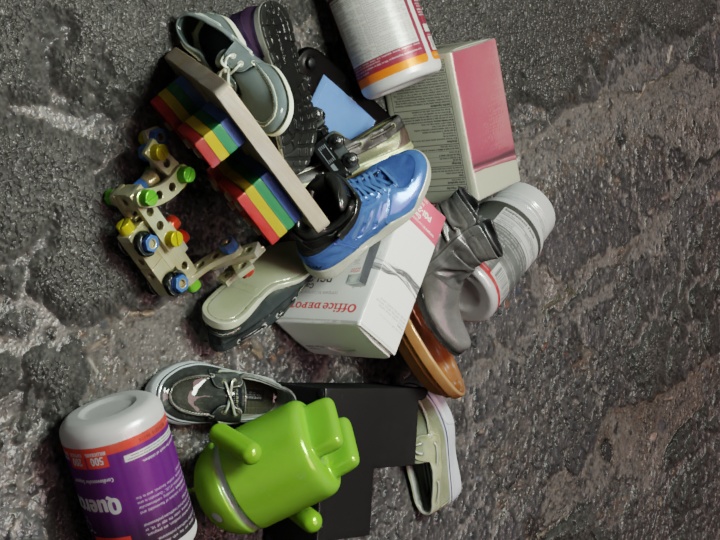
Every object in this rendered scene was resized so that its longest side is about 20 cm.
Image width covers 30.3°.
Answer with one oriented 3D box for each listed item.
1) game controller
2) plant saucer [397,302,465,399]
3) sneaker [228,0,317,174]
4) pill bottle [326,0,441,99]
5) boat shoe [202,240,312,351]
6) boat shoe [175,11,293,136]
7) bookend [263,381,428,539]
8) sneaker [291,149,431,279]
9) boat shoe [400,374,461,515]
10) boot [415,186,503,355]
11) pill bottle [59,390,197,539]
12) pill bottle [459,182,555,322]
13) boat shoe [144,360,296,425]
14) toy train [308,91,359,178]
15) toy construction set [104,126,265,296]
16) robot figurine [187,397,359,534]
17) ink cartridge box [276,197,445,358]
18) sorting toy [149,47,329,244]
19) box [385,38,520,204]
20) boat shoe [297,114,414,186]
[{"bbox_3d":[-0.031,-0.193,1.691,0.200,0.042,0.105,37,63,-40],"label":"game controller"},{"bbox_3d":[0.071,0.082,1.733,0.201,0.037,0.200,57,9,-14],"label":"plant saucer"},{"bbox_3d":[-0.112,-0.206,1.557,0.076,0.087,0.202,-11,91,-56],"label":"sneaker"},{"bbox_3d":[0.020,-0.328,1.680,0.109,0.109,0.202,-24,93,-45],"label":"pill bottle"},{"bbox_3d":[-0.116,0.033,1.582,0.199,0.074,0.067,-46,151,-47],"label":"boat shoe"},{"bbox_3d":[-0.144,-0.221,1.480,0.062,0.200,0.073,11,124,-49],"label":"boat shoe"},{"bbox_3d":[-0.016,0.242,1.667,0.199,0.092,0.201,4,88,-49],"label":"bookend"},{"bbox_3d":[0.000,-0.087,1.554,0.200,0.077,0.111,-41,150,-10],"label":"sneaker"},{"bbox_3d":[0.090,0.238,1.797,0.062,0.072,0.202,-37,119,-44],"label":"boat shoe"},{"bbox_3d":[0.131,0.004,1.738,0.201,0.131,0.070,62,15,-12],"label":"boot"},{"bbox_3d":[-0.240,0.236,1.407,0.112,0.112,0.202,-28,109,-44],"label":"pill bottle"},{"bbox_3d":[0.186,-0.030,1.874,0.200,0.113,0.114,-48,123,-37],"label":"pill bottle"},{"bbox_3d":[-0.155,0.140,1.530,0.199,0.071,0.073,2,88,-47],"label":"boat shoe"},{"bbox_3d":[-0.074,-0.192,1.596,0.201,0.046,0.034,53,7,1],"label":"toy train"},{"bbox_3d":[-0.202,-0.049,1.475,0.200,0.092,0.132,48,56,-23],"label":"toy construction set"},{"bbox_3d":[-0.102,0.225,1.515,0.176,0.199,0.116,54,13,-44],"label":"robot figurine"},{"bbox_3d":[0.000,0.000,1.645,0.085,0.145,0.201,40,61,-41],"label":"ink cartridge box"},{"bbox_3d":[-0.146,-0.130,1.470,0.069,0.199,0.200,-40,120,-6],"label":"sorting toy"},{"bbox_3d":[0.122,-0.200,1.793,0.109,0.127,0.202,-25,109,-45],"label":"box"},{"bbox_3d":[-0.028,-0.141,1.652,0.199,0.073,0.065,-21,98,-25],"label":"boat shoe"}]
